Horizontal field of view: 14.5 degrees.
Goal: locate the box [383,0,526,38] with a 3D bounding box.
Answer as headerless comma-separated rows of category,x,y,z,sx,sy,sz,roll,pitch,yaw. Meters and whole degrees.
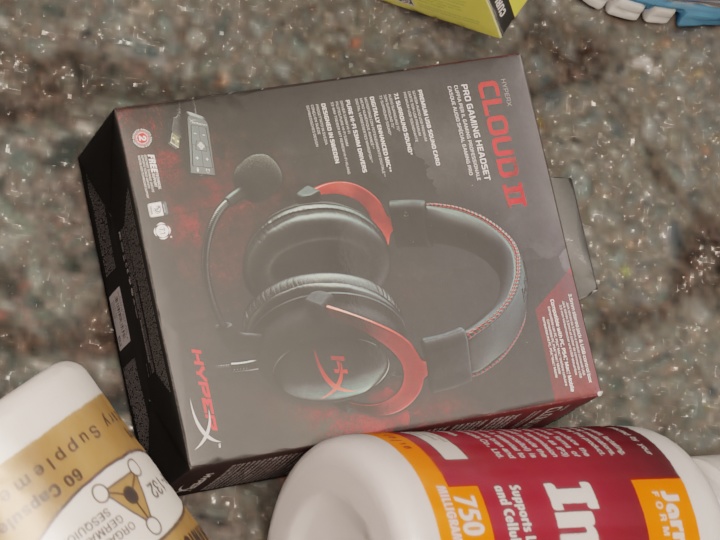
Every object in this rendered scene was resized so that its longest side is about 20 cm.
box,0.077,-0.197,1.230,0.075,0.050,0.201,20,65,31

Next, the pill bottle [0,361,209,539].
pill bottle,-0.095,0.145,1.067,0.114,0.114,0.200,-36,90,-23

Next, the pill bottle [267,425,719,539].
pill bottle,0.071,0.118,1.121,0.199,0.113,0.114,-1,76,-33

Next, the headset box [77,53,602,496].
headset box,0.000,0.000,1.157,0.199,0.075,0.150,-8,79,-20

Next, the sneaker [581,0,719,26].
sneaker,0.192,-0.141,1.252,0.199,0.087,0.076,3,74,-19
